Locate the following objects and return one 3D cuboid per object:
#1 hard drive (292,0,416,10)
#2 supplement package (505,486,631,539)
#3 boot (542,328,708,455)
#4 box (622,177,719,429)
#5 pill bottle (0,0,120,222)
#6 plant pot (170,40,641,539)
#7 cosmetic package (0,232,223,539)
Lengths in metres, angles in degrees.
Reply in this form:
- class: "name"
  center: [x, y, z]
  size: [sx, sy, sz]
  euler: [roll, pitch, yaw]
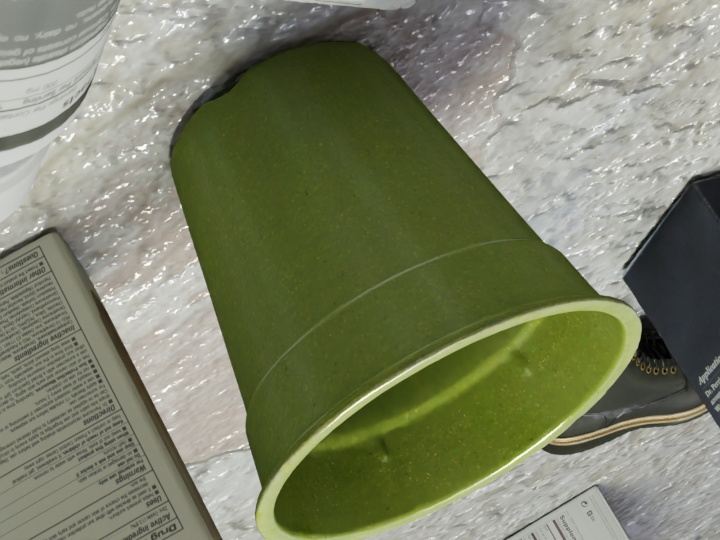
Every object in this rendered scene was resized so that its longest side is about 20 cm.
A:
- class: "hard drive"
  center: [-0.015, -0.166, 0.738]
  size: [0.199, 0.038, 0.140]
  euler: [-3, 145, -47]
- class: "supplement package"
  center: [0.240, 0.326, 1.840]
  size: [0.111, 0.156, 0.200]
  euler: [-32, 156, 4]
- class: "boot"
  center: [0.222, 0.064, 1.417]
  size: [0.199, 0.078, 0.139]
  euler: [-27, 151, -9]
- class: "box"
  center: [0.327, 0.030, 1.305]
  size: [0.196, 0.201, 0.118]
  euler: [-13, 151, -33]
- class: "pill bottle"
  center: [-0.135, -0.107, 0.623]
  size: [0.113, 0.114, 0.200]
  euler: [-14, 152, -32]
- class: "plant pot"
  center: [0.000, 0.000, 0.890]
  size: [0.199, 0.190, 0.200]
  euler: [-25, 155, -12]
- class: "cosmetic package"
  center: [-0.142, 0.095, 0.901]
  size: [0.105, 0.201, 0.071]
  euler: [-28, 156, -3]
